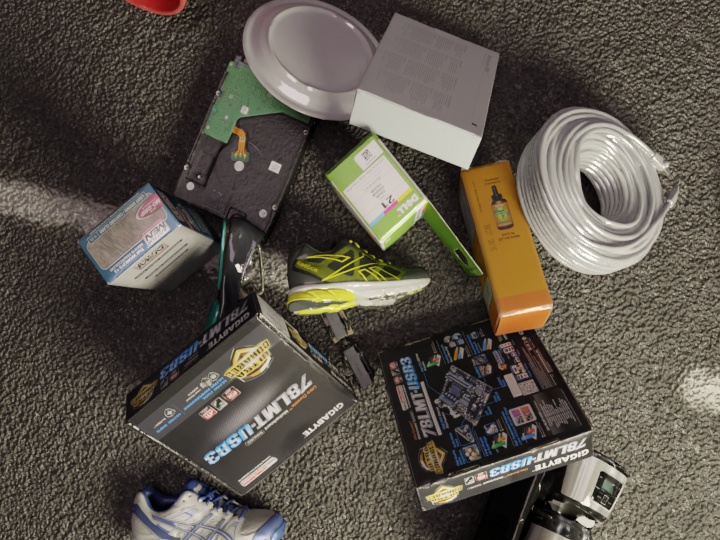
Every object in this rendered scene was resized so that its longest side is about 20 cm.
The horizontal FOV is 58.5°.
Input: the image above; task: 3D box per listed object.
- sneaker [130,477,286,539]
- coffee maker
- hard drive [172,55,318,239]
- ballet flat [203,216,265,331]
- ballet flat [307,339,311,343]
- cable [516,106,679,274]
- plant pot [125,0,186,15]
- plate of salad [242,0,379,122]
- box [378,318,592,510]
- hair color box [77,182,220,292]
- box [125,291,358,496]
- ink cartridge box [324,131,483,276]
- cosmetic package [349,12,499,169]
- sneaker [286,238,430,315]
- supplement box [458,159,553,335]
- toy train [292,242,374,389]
[{"bbox_3d":[-0.191,0.305,0.795,0.194,0.075,0.091,-4,91,0],"label":"sneaker"},{"bbox_3d":[0.192,0.291,0.750,0.189,0.135,0.204,13,70,34],"label":"coffee maker"},{"bbox_3d":[-0.144,-0.162,0.843,0.137,0.038,0.204,22,88,2],"label":"hard drive"},{"bbox_3d":[-0.158,0.036,0.812,0.071,0.073,0.206,13,98,2],"label":"ballet flat"},{"bbox_3d":[-0.140,0.156,0.816,0.197,0.071,0.072,-28,86,-1],"label":"ballet flat"},{"bbox_3d":[0.279,-0.098,0.776,0.199,0.069,0.201,42,62,-9],"label":"cable"},{"bbox_3d":[-0.266,-0.459,0.797,0.196,0.201,0.181,24,78,3],"label":"plant pot"},{"bbox_3d":[-0.055,-0.266,0.819,0.195,0.048,0.205,11,60,-18],"label":"plate of salad"},{"bbox_3d":[0.134,0.150,0.743,0.194,0.202,0.050,-19,128,0],"label":"box"},{"bbox_3d":[-0.235,-0.031,0.756,0.099,0.200,0.061,-40,86,-2],"label":"hair color box"},{"bbox_3d":[-0.133,0.152,0.752,0.198,0.050,0.199,-38,125,6],"label":"box"},{"bbox_3d":[0.052,-0.051,0.776,0.075,0.148,0.201,-38,86,1],"label":"ink cartridge box"},{"bbox_3d":[0.083,-0.223,0.777,0.147,0.052,0.202,19,47,2],"label":"cosmetic package"},{"bbox_3d":[0.000,0.000,0.787,0.195,0.074,0.087,-4,74,-30],"label":"sneaker"},{"bbox_3d":[0.171,-0.030,0.782,0.065,0.069,0.205,-10,66,1],"label":"supplement box"},{"bbox_3d":[-0.035,0.056,0.824,0.034,0.046,0.204,-27,88,4],"label":"toy train"}]
